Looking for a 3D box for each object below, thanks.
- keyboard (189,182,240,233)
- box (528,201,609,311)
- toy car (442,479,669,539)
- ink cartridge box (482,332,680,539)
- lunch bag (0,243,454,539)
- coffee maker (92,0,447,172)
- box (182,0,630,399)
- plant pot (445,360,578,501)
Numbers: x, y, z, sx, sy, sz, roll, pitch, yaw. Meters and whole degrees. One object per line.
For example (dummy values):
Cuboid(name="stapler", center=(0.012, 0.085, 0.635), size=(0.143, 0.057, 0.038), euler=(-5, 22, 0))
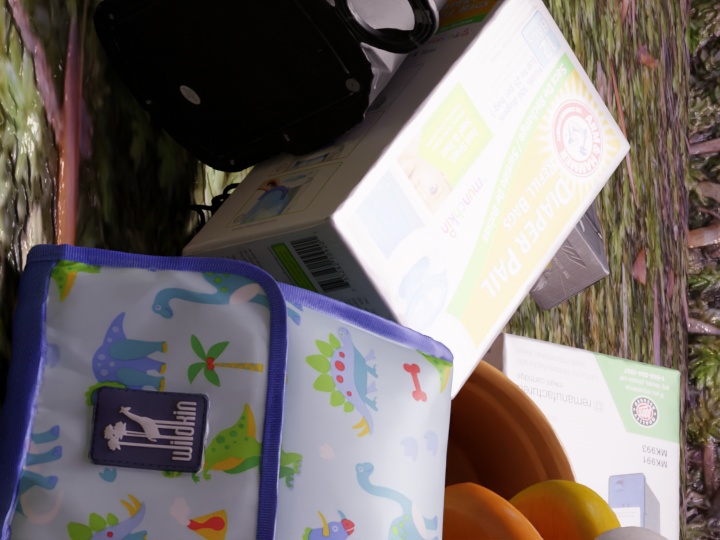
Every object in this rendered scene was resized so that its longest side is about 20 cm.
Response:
Cuboid(name="keyboard", center=(-0.079, 0.001, 1.475), size=(0.200, 0.040, 0.104), euler=(-64, 171, -69))
Cuboid(name="box", center=(0.070, -0.096, 1.680), size=(0.200, 0.048, 0.159), euler=(52, 18, -28))
Cuboid(name="toy car", center=(0.056, 0.194, 1.313), size=(0.150, 0.175, 0.201), euler=(8, 86, -40))
Cuboid(name="ink cartridge box", center=(0.107, 0.149, 1.654), size=(0.145, 0.087, 0.201), euler=(14, 73, -36))
Cuboid(name="lunch bag", center=(-0.064, 0.092, 1.215), size=(0.200, 0.127, 0.170), euler=(21, 57, -27))
Cuboid(name="coffee maker", center=(0.002, -0.156, 1.359), size=(0.200, 0.192, 0.135), euler=(-55, 135, -39))
Cuboid(name="box", center=(0.026, -0.035, 1.369), size=(0.113, 0.101, 0.200), euler=(56, 48, -22))
Cuboid(name="plant pot", center=(0.010, 0.135, 1.484), size=(0.140, 0.199, 0.201), euler=(149, -62, -86))
